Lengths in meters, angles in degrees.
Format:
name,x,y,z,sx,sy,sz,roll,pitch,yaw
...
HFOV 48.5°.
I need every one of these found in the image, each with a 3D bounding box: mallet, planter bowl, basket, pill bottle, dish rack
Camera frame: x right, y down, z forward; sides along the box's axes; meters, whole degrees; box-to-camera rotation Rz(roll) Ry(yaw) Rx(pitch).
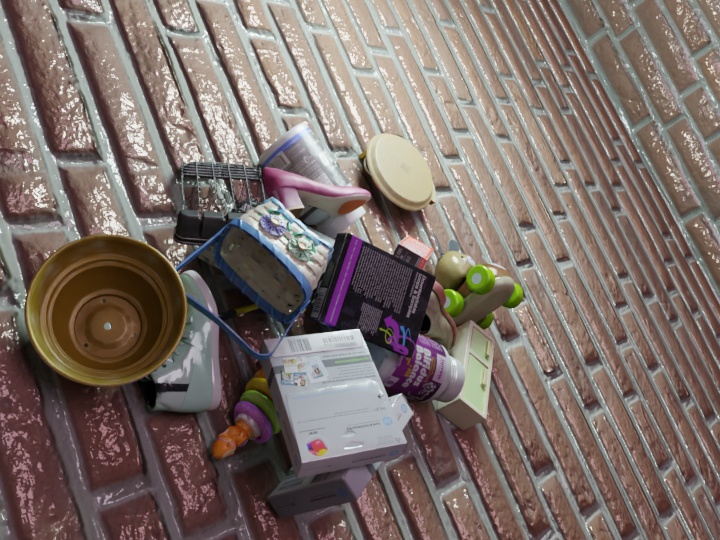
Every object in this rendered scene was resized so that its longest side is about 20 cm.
name,x,y,z,sx,sy,sz,roll,pitch,yaw
mallet,-0.197,0.065,1.254,0.198,0.065,0.042,-16,95,-35
planter bowl,-0.330,0.062,1.046,0.197,0.084,0.204,7,66,-16
basket,-0.147,0.005,1.126,0.176,0.139,0.201,38,59,-1
pill bottle,0.091,0.170,1.424,0.198,0.112,0.114,24,48,-33
pill bottle,-0.085,-0.157,1.466,0.201,0.113,0.114,53,38,-5
dish rack,-0.222,-0.114,1.285,0.151,0.055,0.201,4,34,-16

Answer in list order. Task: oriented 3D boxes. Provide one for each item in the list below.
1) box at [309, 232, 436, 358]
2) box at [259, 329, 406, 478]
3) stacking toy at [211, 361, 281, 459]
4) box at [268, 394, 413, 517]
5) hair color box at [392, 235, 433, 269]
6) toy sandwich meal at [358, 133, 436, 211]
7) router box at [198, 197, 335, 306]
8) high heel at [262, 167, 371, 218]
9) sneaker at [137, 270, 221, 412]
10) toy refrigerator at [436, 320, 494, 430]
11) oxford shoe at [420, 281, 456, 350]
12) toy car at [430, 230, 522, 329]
name,x,y,z,sx,sy,sz,roll,pitch,yaw
box,0.025,0.043,1.287,0.198,0.036,0.145,25,79,-31
box,-0.041,0.177,1.107,0.153,0.042,0.202,-5,47,-24
stacking toy,-0.145,0.205,1.168,0.110,0.116,0.200,49,50,-3
box,-0.027,0.271,1.177,0.042,0.155,0.200,57,37,-11
hair color box,0.080,0.004,1.460,0.063,0.112,0.200,28,10,6
toy sandwich meal,0.079,-0.203,1.719,0.203,0.070,0.208,22,52,-31
router box,-0.140,-0.030,1.294,0.198,0.052,0.149,27,38,12
high heel,-0.074,-0.143,1.378,0.197,0.068,0.097,-13,66,-31
sneaker,-0.261,0.097,1.110,0.117,0.073,0.204,2,73,-41
toy refrigerator,0.211,0.201,1.565,0.076,0.070,0.202,39,41,-20
oxford shoe,0.130,0.100,1.520,0.075,0.070,0.201,-52,140,-26
toy car,0.217,0.001,1.667,0.163,0.157,0.202,22,36,-51
